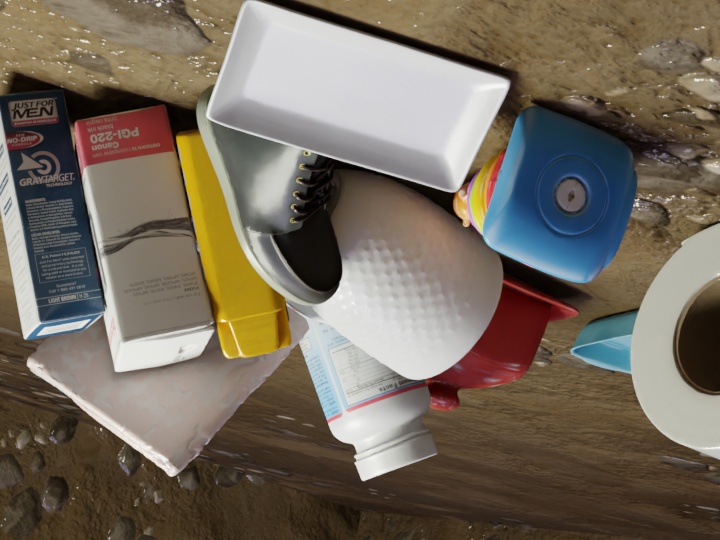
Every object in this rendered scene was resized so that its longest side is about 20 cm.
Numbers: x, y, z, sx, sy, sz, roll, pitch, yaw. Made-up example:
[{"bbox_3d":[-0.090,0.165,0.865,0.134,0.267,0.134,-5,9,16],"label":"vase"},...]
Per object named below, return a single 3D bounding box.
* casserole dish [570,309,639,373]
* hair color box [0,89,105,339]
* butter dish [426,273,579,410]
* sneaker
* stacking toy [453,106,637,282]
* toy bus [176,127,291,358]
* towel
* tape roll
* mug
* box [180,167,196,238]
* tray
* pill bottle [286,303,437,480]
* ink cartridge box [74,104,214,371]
[{"bbox_3d":[0.319,0.078,1.484,0.121,0.039,0.200,18,162,-21],"label":"casserole dish"},{"bbox_3d":[-0.278,-0.047,1.182,0.060,0.201,0.100,-10,173,-24],"label":"hair color box"},{"bbox_3d":[0.097,0.076,1.439,0.200,0.148,0.199,22,160,-32],"label":"butter dish"},{"bbox_3d":[-0.047,-0.061,1.057,0.106,0.075,0.200,-7,118,42],"label":"sneaker"},{"bbox_3d":[0.124,-0.056,1.084,0.109,0.117,0.200,20,174,-18],"label":"stacking toy"},{"bbox_3d":[-0.105,-0.024,1.143,0.065,0.201,0.078,-12,-170,-6],"label":"toy bus"},{"bbox_3d":[-0.180,0.072,1.265,0.191,0.200,0.032,31,149,20],"label":"towel"},{"bbox_3d":[0.350,0.071,1.141,0.139,0.203,0.202,23,161,-33],"label":"tape roll"},{"bbox_3d":[0.000,0.000,1.228,0.175,0.148,0.200,35,143,-29],"label":"mug"},{"bbox_3d":[-0.131,-0.038,1.387,0.199,0.050,0.158,21,162,-28],"label":"box"},{"bbox_3d":[-0.002,-0.128,0.971,0.199,0.022,0.108,15,129,-13],"label":"tray"},{"bbox_3d":[0.006,0.103,1.356,0.108,0.201,0.109,-19,172,-3],"label":"pill bottle"},{"bbox_3d":[-0.194,-0.023,1.184,0.084,0.201,0.146,-13,169,-15],"label":"ink cartridge box"}]
